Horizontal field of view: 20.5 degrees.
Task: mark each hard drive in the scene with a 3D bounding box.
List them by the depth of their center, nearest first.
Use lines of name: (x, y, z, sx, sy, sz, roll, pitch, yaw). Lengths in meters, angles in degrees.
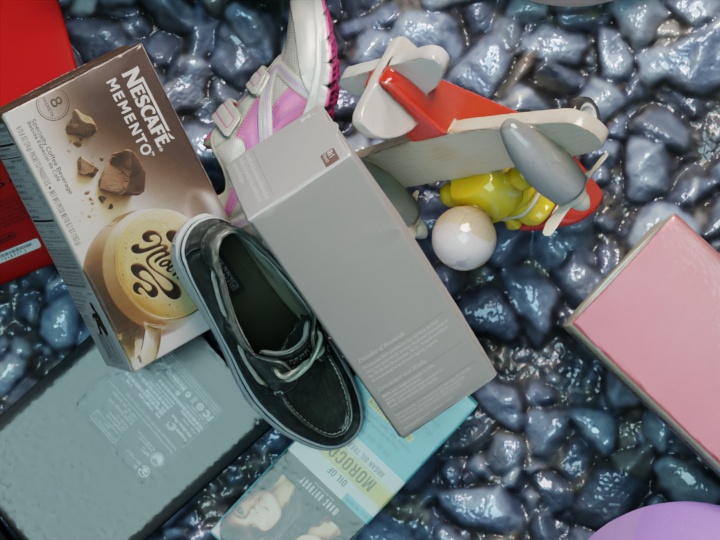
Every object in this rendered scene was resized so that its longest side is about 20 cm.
hard drive: (-0.180, 0.125, 1.461, 0.200, 0.033, 0.140, -42, 86, 0)

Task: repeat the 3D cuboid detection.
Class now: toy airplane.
toy airplane: (0.070, -0.072, 1.367, 0.199, 0.200, 0.141, 8, 77, 5)

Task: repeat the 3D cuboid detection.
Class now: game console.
game console: (-0.287, -0.089, 1.487, 0.200, 0.119, 0.173, -22, 118, 4)

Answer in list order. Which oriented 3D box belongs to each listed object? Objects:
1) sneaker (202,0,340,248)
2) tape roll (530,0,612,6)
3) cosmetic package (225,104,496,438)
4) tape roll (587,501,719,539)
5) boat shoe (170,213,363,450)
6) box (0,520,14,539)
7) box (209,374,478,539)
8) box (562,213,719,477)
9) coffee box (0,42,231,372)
sneaker: (-0.067, -0.107, 1.438, 0.088, 0.081, 0.200, 12, 89, 3)
tape roll: (0.154, -0.293, 1.446, 0.202, 0.037, 0.203, 0, 88, 4)
cosmetic package: (0.000, 0.000, 1.330, 0.090, 0.107, 0.200, -35, 114, 3)
tape roll: (0.230, 0.262, 1.371, 0.200, 0.066, 0.200, 7, 116, 15)
boat shoe: (-0.059, 0.050, 1.357, 0.072, 0.071, 0.200, -43, 112, -14)
box: (-0.368, 0.217, 1.442, 0.200, 0.107, 0.149, -35, 86, 2)
box: (-0.011, 0.142, 1.443, 0.082, 0.049, 0.200, 43, 92, 5)
box: (0.249, 0.067, 1.384, 0.200, 0.128, 0.109, 43, 91, 4)
coffee box: (-0.166, -0.044, 1.390, 0.113, 0.080, 0.200, -29, 101, -19)
